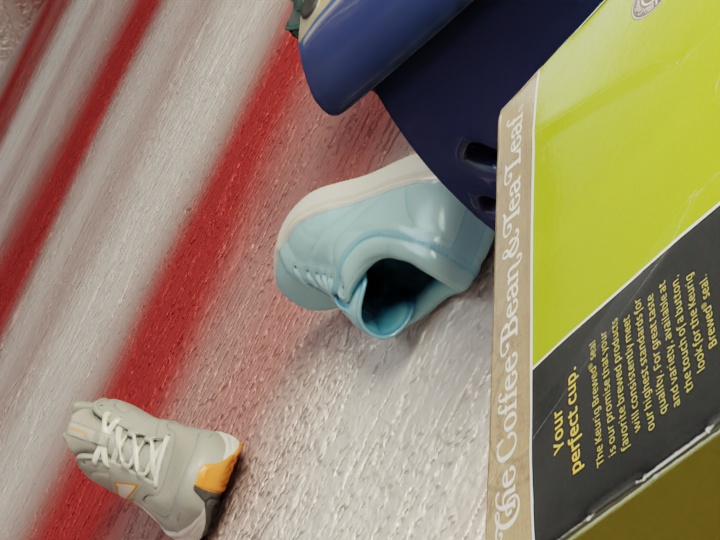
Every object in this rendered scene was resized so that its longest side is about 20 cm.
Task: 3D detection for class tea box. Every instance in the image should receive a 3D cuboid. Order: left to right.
[{"bbox_3d":[0.141,-0.010,0.432,0.197,0.133,0.201,-44,27,39],"label":"tea box"}]

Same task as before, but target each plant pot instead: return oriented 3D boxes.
[{"bbox_3d":[0.091,-0.141,0.633,0.200,0.179,0.201,-35,37,49],"label":"plant pot"}]

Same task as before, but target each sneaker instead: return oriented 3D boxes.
[{"bbox_3d":[-0.146,0.124,1.025,0.200,0.091,0.076,-6,59,66],"label":"sneaker"},{"bbox_3d":[0.000,0.000,0.850,0.200,0.074,0.082,-31,34,57],"label":"sneaker"}]

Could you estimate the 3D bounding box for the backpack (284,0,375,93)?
[{"bbox_3d":[0.037,-0.197,0.901,0.177,0.153,0.200,-58,26,-4],"label":"backpack"}]
